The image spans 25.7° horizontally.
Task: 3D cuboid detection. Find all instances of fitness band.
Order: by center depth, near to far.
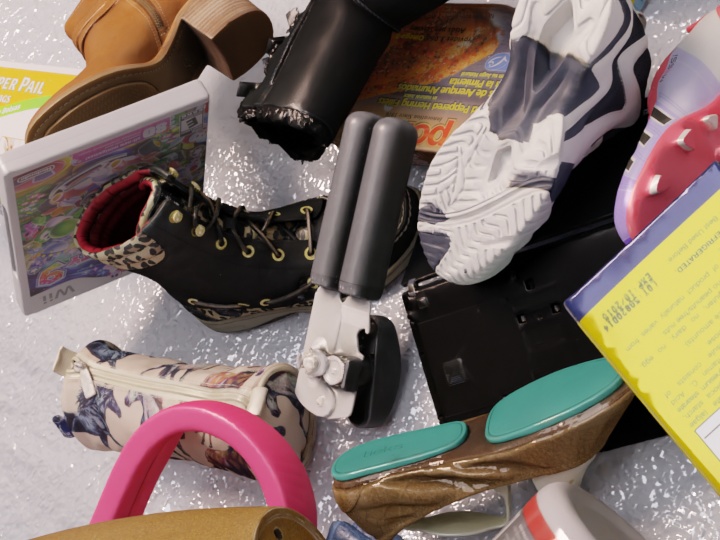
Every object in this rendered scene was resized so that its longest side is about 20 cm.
[{"bbox_3d":[-0.104,0.172,1.004,0.144,0.037,0.200,40,121,24],"label":"fitness band"}]

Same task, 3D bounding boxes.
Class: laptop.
[{"bbox_3d":[0.127,0.010,0.970,0.177,0.103,0.200,-20,84,31],"label":"laptop"}]

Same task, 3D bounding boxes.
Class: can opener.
[{"bbox_3d":[0.000,0.000,1.006,0.053,0.066,0.200,16,100,42],"label":"can opener"}]

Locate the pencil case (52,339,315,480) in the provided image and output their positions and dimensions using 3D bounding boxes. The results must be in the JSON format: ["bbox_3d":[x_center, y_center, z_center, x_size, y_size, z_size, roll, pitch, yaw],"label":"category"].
[{"bbox_3d":[-0.120,0.094,1.073,0.200,0.089,0.078,4,72,39],"label":"pencil case"}]

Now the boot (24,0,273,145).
[{"bbox_3d":[-0.177,-0.153,1.111,0.200,0.077,0.155,-40,45,-16],"label":"boot"}]

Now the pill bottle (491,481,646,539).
[{"bbox_3d":[0.078,0.220,0.841,0.200,0.116,0.116,-48,48,11],"label":"pill bottle"}]

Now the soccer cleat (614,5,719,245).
[{"bbox_3d":[0.187,-0.081,0.899,0.076,0.067,0.200,-8,41,51],"label":"soccer cleat"}]

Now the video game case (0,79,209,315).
[{"bbox_3d":[-0.173,-0.045,1.080,0.143,0.200,0.018,-24,68,-19],"label":"video game case"}]

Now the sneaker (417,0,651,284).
[{"bbox_3d":[0.116,-0.081,0.945,0.079,0.130,0.199,24,100,30],"label":"sneaker"}]

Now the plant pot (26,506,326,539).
[{"bbox_3d":[-0.112,0.214,0.904,0.200,0.186,0.187,-28,55,25],"label":"plant pot"}]

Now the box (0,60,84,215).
[{"bbox_3d":[-0.249,-0.097,1.248,0.200,0.112,0.101,11,77,42],"label":"box"}]

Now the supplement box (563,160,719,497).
[{"bbox_3d":[0.216,0.061,0.786,0.109,0.109,0.200,-44,60,14],"label":"supplement box"}]

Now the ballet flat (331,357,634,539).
[{"bbox_3d":[0.079,0.113,0.910,0.200,0.072,0.068,-23,17,19],"label":"ballet flat"}]

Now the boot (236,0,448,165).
[{"bbox_3d":[0.000,-0.155,1.022,0.163,0.073,0.198,-59,22,-12],"label":"boot"}]

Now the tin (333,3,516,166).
[{"bbox_3d":[0.045,-0.125,1.072,0.200,0.042,0.112,11,70,43],"label":"tin"}]

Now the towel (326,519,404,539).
[{"bbox_3d":[-0.017,0.257,0.944,0.112,0.049,0.200,31,90,42],"label":"towel"}]

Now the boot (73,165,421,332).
[{"bbox_3d":[-0.072,-0.025,1.046,0.203,0.154,0.074,-20,59,30],"label":"boot"}]

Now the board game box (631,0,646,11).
[{"bbox_3d":[0.115,-0.262,0.975,0.105,0.200,0.103,32,91,43],"label":"board game box"}]
